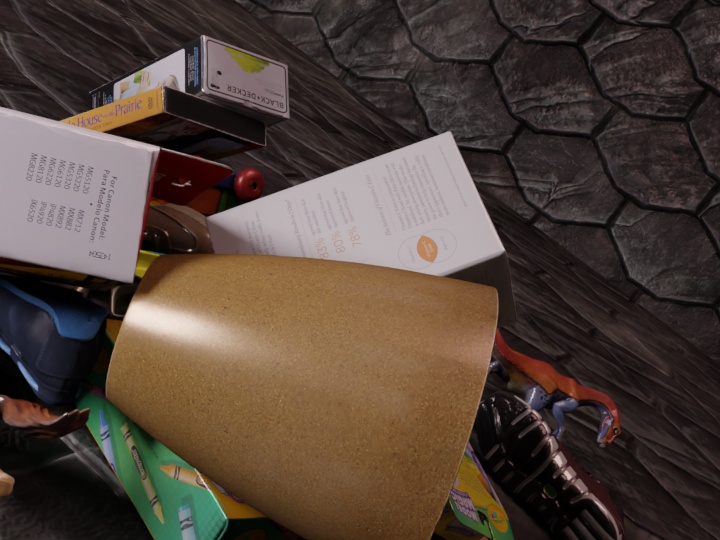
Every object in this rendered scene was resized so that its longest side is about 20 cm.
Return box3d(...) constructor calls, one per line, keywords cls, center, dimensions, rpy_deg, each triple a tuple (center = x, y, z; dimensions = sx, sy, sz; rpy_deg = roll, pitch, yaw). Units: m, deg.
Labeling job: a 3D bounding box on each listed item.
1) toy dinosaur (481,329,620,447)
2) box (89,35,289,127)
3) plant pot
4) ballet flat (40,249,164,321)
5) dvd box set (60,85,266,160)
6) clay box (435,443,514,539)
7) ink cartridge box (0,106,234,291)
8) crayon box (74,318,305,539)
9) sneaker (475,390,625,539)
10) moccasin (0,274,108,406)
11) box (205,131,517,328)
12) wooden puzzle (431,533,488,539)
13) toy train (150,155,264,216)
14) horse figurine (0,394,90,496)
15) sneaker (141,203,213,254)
box3d(cls="toy dinosaur", center=(0.223, 0.147, 1.162), dimensions=(0.181, 0.200, 0.105), rpy_deg=(-3, 44, -13))
box3d(cls="box", center=(-0.181, -0.173, 1.066), dimensions=(0.200, 0.060, 0.116), rpy_deg=(-12, -15, 43))
box3d(cls="plant pot", center=(-0.042, 0.065, 0.613), dimensions=(0.199, 0.187, 0.186), rpy_deg=(20, 16, -2))
box3d(cls="ballet flat", center=(-0.200, 0.008, 0.811), dimensions=(0.199, 0.067, 0.067), rpy_deg=(16, 53, 2))
box3d(cls="dvd box set", center=(-0.217, -0.132, 1.028), dimensions=(0.146, 0.199, 0.030), rpy_deg=(13, 71, -55))
box3d(cls="clay box", center=(0.045, 0.132, 0.795), dimensions=(0.115, 0.048, 0.200), rpy_deg=(39, 20, -48))
box3d(cls="ink cartridge box", center=(-0.188, -0.036, 0.647), dimensions=(0.175, 0.084, 0.200), rpy_deg=(12, -6, -17))
box3d(cls="crayon box", center=(-0.110, 0.120, 0.703), dimensions=(0.119, 0.058, 0.200), rpy_deg=(15, 25, -50))
box3d(cls="sneaker", center=(0.204, 0.216, 1.065), dimensions=(0.115, 0.076, 0.200), rpy_deg=(19, 32, -58))
box3d(cls="moccasin", center=(-0.221, 0.042, 0.672), dimensions=(0.080, 0.068, 0.200), rpy_deg=(13, 0, -22))
box3d(cls="box", center=(0.000, 0.000, 0.765), dimensions=(0.098, 0.199, 0.125), rpy_deg=(70, 1, -54))
box3d(cls="wooden puzzle", center=(0.056, 0.229, 0.780), dimensions=(0.185, 0.037, 0.200), rpy_deg=(14, 30, -52))
box3d(cls="toy train", center=(-0.191, -0.058, 0.977), dimensions=(0.085, 0.116, 0.200), rpy_deg=(15, 5, 42))
box3d(cls="horse figurine", center=(-0.255, 0.070, 0.548), dimensions=(0.200, 0.050, 0.132), rpy_deg=(16, 6, -30))
box3d(cls="sneaker", center=(-0.209, -0.025, 0.873), dimensions=(0.199, 0.071, 0.076), rpy_deg=(17, 29, 23))
